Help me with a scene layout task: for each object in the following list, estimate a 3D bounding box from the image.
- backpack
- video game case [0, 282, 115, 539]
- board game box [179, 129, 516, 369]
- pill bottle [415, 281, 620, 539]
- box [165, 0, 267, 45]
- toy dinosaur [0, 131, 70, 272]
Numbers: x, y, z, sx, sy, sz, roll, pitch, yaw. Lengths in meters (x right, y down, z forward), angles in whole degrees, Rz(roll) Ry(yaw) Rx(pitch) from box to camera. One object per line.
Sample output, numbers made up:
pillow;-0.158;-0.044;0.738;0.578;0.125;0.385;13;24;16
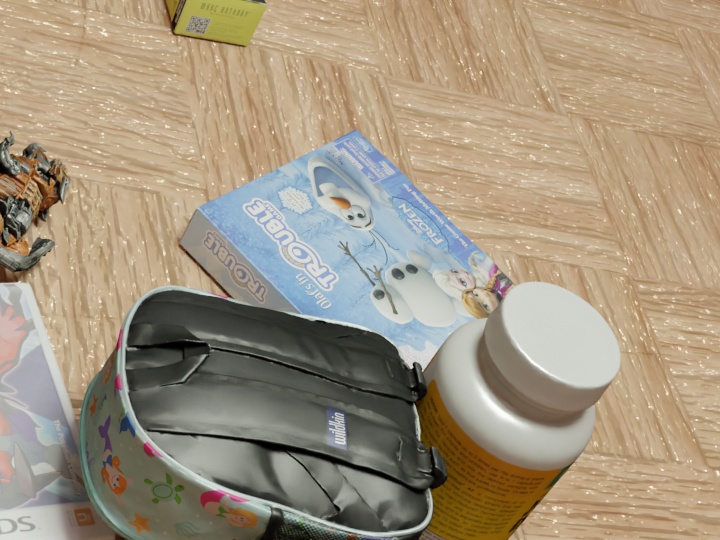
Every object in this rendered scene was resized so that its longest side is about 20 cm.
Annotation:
backpack;-0.072;0.106;0.990;0.199;0.151;0.178;20;38;-26
video game case;-0.258;0.090;0.983;0.181;0.023;0.201;-1;50;-35
board game box;0.000;0.000;1.231;0.200;0.043;0.199;44;42;13
pill bottle;0.082;0.103;1.056;0.112;0.201;0.113;18;41;-17
box;-0.142;-0.284;1.422;0.075;0.050;0.201;5;47;-29
toy dinosaur;-0.267;-0.048;1.069;0.136;0.102;0.200;50;15;-4
